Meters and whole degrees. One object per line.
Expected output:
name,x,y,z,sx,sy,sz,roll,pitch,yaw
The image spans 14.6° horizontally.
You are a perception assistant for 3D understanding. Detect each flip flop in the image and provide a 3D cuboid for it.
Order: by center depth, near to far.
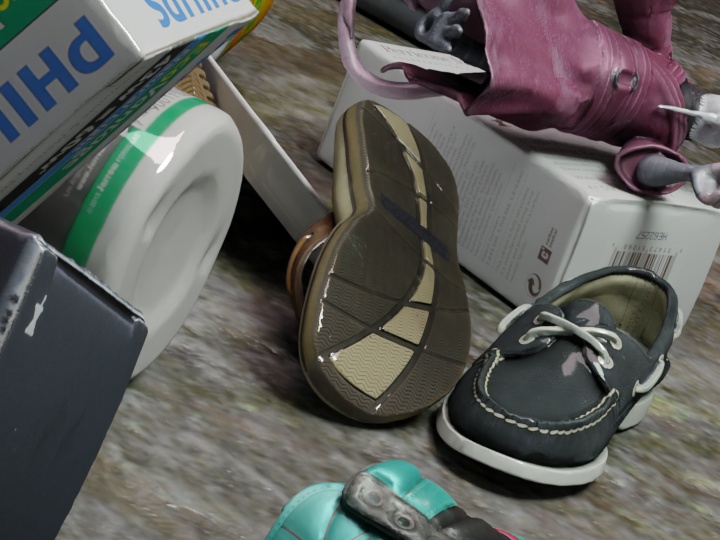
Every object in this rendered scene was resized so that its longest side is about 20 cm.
flip flop,0.000,0.000,1.180,0.081,0.058,0.200,41,27,-25

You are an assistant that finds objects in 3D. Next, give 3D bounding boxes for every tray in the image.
tray,-0.046,-0.053,1.309,0.107,0.022,0.200,51,1,-29

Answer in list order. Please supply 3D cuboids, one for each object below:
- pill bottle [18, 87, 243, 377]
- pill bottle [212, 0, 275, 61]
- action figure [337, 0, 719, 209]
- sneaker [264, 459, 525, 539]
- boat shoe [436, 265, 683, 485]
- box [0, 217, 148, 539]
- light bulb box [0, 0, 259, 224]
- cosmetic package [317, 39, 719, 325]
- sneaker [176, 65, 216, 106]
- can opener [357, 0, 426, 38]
pill bottle,-0.155,-0.046,1.056,0.200,0.113,0.113,25,17,15
pill bottle,-0.101,-0.164,1.500,0.111,0.111,0.200,22,17,3
action figure,0.104,-0.084,1.335,0.200,0.134,0.149,20,-27,-29
sneaker,0.023,0.113,0.812,0.121,0.084,0.200,25,8,-3
boat shoe,0.086,0.039,1.173,0.076,0.060,0.200,24,16,10
box,-0.178,0.009,0.787,0.200,0.104,0.148,25,-6,11
light bulb box,-0.179,-0.096,0.922,0.200,0.198,0.125,51,19,0
cosmetic package,0.078,-0.044,1.407,0.102,0.074,0.200,5,24,-41
sneaker,-0.131,-0.075,1.278,0.071,0.112,0.200,23,43,-43
can opener,0.053,-0.161,1.782,0.200,0.053,0.067,32,19,36
